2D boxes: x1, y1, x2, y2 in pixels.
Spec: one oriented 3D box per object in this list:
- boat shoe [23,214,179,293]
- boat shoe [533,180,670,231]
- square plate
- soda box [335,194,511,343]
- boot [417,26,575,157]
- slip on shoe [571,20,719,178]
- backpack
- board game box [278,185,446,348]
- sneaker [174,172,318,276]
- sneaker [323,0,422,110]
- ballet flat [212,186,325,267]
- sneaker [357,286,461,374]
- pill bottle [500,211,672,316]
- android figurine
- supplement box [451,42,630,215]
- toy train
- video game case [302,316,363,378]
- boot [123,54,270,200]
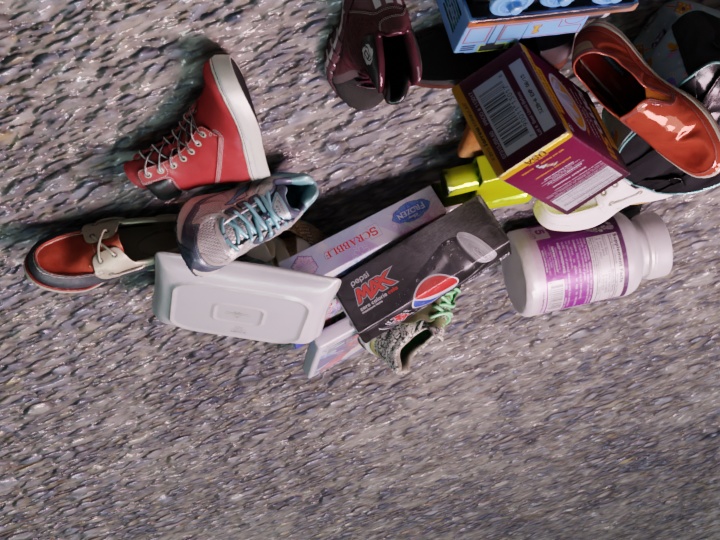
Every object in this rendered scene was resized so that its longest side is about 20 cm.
[{"bbox_3d":[-0.262,-0.024,1.664,0.199,0.072,0.063,-8,166,-29],"label":"boat shoe"},{"bbox_3d":[0.299,-0.108,1.844,0.199,0.071,0.069,-21,152,-15],"label":"boat shoe"},{"bbox_3d":[-0.132,0.038,1.714,0.199,0.029,0.198,9,158,-6],"label":"square plate"},{"bbox_3d":[0.069,-0.001,1.740,0.199,0.071,0.063,-32,164,0],"label":"soda box"},{"bbox_3d":[0.122,-0.186,1.629,0.187,0.069,0.200,-21,158,-17],"label":"boot"},{"bbox_3d":[0.285,-0.163,1.548,0.074,0.200,0.061,-40,-172,43],"label":"slip on shoe"},{"bbox_3d":[0.355,-0.180,1.655,0.175,0.154,0.200,9,134,-29],"label":"backpack"},{"bbox_3d":[0.000,0.000,1.814,0.199,0.041,0.200,-28,162,-12],"label":"board game box"},{"bbox_3d":[-0.116,-0.060,1.604,0.086,0.078,0.200,-14,-163,35],"label":"sneaker"},{"bbox_3d":[0.014,-0.190,1.488,0.075,0.116,0.200,-12,150,-10],"label":"sneaker"},{"bbox_3d":[-0.103,-0.032,1.749,0.070,0.066,0.200,-33,148,25],"label":"ballet flat"},{"bbox_3d":[0.088,0.043,1.806,0.077,0.089,0.200,22,113,-46],"label":"sneaker"},{"bbox_3d":[0.286,-0.014,1.950,0.199,0.113,0.112,-12,151,-11],"label":"pill bottle"},{"bbox_3d":[0.183,-0.111,1.761,0.199,0.041,0.182,-12,170,-10],"label":"android figurine"},{"bbox_3d":[0.186,-0.139,1.564,0.085,0.111,0.200,-32,159,19],"label":"supplement box"},{"bbox_3d":[0.172,-0.270,1.478,0.199,0.087,0.114,-10,159,-19],"label":"toy train"},{"bbox_3d":[0.015,0.069,1.938,0.182,0.023,0.200,-27,170,-12],"label":"video game case"},{"bbox_3d":[-0.171,-0.134,1.535,0.144,0.073,0.200,-14,155,-4],"label":"boot"}]
